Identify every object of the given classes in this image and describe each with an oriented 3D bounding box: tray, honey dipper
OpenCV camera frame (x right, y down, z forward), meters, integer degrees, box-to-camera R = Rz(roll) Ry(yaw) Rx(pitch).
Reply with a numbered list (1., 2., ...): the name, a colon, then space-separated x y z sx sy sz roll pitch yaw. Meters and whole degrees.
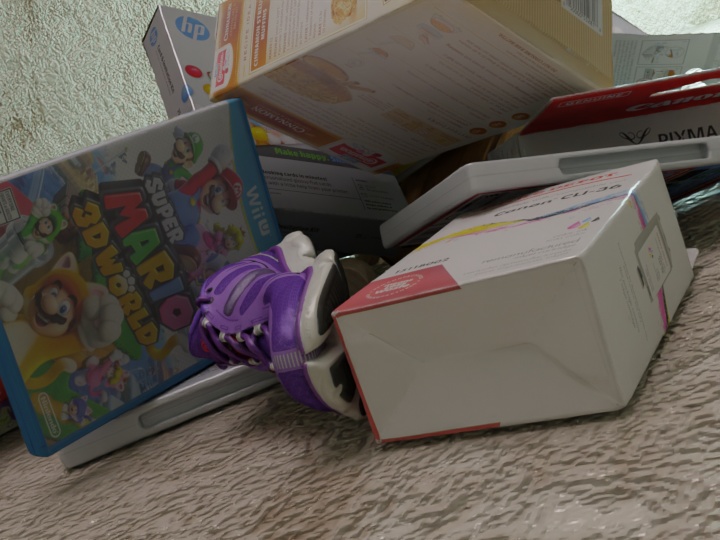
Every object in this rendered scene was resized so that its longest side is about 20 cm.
1. tray: 0.086 -0.096 0.821 0.098 0.037 0.201 -6 53 52
2. honey dipper: 0.000 0.000 0.801 0.038 0.038 0.200 -17 7 9

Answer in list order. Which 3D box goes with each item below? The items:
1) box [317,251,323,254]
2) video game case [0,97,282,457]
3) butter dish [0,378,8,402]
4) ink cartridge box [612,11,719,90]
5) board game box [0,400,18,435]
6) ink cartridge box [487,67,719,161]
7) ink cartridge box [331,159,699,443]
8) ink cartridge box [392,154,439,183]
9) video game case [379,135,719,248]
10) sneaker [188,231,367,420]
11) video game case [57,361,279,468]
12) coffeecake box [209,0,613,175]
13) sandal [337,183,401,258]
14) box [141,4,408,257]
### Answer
1. box: -0.130 -0.047 0.911 0.106 0.153 0.200 -13 6 -33
2. video game case: -0.123 -0.004 0.606 0.018 0.144 0.200 -2 19 43
3. butter dish: -0.255 0.013 0.737 0.147 0.201 0.199 5 8 -8
4. ink cartridge box: 0.207 -0.176 0.927 0.199 0.047 0.160 1 -23 7
5. board game box: -0.321 0.128 0.730 0.120 0.032 0.200 -7 15 34
6. ink cartridge box: 0.196 -0.086 0.681 0.199 0.045 0.176 -10 -3 -5
7. ink cartridge box: 0.086 0.004 0.512 0.116 0.068 0.200 -14 11 29
8. ink cartridge box: 0.061 -0.170 0.847 0.200 0.047 0.198 -28 38 46
9. video game case: 0.126 -0.047 0.637 0.199 0.018 0.143 -8 -8 -19
10. sneaker: -0.046 0.034 0.546 0.083 0.081 0.200 -17 10 -10
11. video game case: -0.112 0.061 0.706 0.181 0.023 0.200 -21 10 -13
12. coffeecake box: 0.029 -0.137 0.658 0.200 0.073 0.153 -14 -24 43
13. sandal: -0.003 -0.046 0.931 0.200 0.076 0.043 -24 -15 40
14. box: -0.061 -0.102 0.777 0.155 0.200 0.041 5 -44 -34
